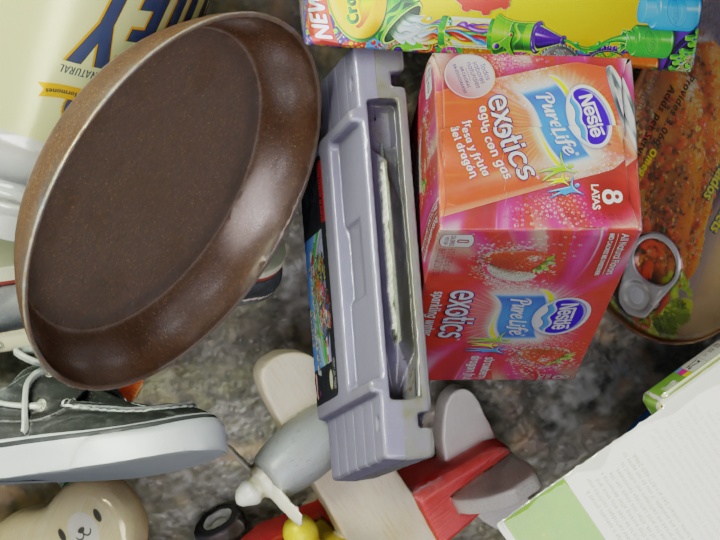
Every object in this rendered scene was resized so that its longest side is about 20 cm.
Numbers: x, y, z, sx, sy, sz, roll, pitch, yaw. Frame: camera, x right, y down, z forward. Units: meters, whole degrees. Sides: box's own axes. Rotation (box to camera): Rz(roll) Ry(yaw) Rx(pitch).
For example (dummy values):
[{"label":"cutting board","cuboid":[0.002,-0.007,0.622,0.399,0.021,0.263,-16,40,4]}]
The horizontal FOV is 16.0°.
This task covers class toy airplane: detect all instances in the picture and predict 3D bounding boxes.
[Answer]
[{"label":"toy airplane","cuboid":[0.009,0.154,1.374,0.199,0.141,0.200,17,111,-11]}]

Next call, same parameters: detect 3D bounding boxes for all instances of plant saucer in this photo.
[{"label":"plant saucer","cuboid":[-0.097,-0.038,1.219,0.034,0.200,0.201,32,114,28]}]

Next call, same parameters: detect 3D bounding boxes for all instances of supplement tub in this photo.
[{"label":"supplement tub","cuboid":[-0.149,-0.128,1.236,0.144,0.145,0.201,16,112,-11]}]

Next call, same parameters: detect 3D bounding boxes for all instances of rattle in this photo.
[{"label":"rattle","cuboid":[-0.176,0.163,1.351,0.142,0.130,0.201,-12,124,-43]}]

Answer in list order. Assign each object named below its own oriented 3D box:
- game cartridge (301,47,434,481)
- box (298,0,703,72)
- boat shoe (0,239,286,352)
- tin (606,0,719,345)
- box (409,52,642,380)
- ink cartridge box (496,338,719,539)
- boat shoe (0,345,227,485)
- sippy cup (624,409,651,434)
[{"label":"game cartridge","cuboid":[0.000,0.000,1.270,0.038,0.130,0.202,-2,81,-17]},{"label":"box","cuboid":[0.072,-0.215,1.229,0.191,0.122,0.202,3,113,-5]},{"label":"boat shoe","cuboid":[-0.137,0.010,1.338,0.198,0.071,0.063,-4,120,-1]},{"label":"tin","cuboid":[0.184,-0.054,1.314,0.042,0.112,0.201,-12,135,-48]},{"label":"box","cuboid":[0.073,-0.022,1.269,0.099,0.096,0.200,0,157,-6]},{"label":"ink cartridge box","cuboid":[0.186,0.124,1.295,0.199,0.076,0.148,-35,91,1]},{"label":"boat shoe","cuboid":[-0.158,0.074,1.322,0.198,0.073,0.069,-7,80,33]},{"label":"sippy cup","cuboid":[0.210,0.125,1.391,0.178,0.140,0.131,-40,102,-15]}]
